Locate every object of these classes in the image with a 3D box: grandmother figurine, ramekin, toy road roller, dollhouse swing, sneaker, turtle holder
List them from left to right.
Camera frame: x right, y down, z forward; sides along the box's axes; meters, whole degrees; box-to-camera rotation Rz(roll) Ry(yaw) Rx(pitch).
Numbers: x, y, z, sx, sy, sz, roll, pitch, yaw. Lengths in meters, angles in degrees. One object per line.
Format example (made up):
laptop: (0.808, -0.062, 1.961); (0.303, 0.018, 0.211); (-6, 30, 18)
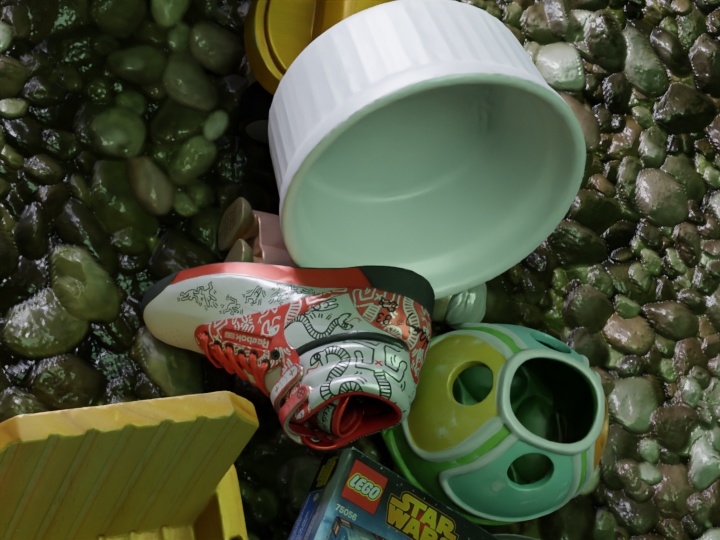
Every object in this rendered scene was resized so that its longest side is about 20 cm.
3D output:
dollhouse swing: (-0.147, 0.182, 0.970); (0.200, 0.176, 0.182); (-4, 76, -27)
sneaker: (-0.056, 0.055, 1.049); (0.201, 0.067, 0.108); (-2, 54, 17)
grandmother figurine: (0.000, 0.000, 1.163); (0.200, 0.061, 0.121); (15, 60, -23)
toy road roller: (0.015, -0.147, 1.162); (0.200, 0.146, 0.123); (14, 69, -21)
ramekin: (0.036, -0.080, 1.076); (0.200, 0.200, 0.098); (2, 46, -25)
turtle holder: (0.084, 0.089, 1.130); (0.186, 0.132, 0.141); (42, 62, -8)

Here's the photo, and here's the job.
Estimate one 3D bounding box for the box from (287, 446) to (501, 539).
box: (0.038, 0.219, 1.042); (0.200, 0.040, 0.137); (35, 63, -20)

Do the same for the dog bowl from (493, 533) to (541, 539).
dog bowl: (0.091, 0.280, 1.117); (0.200, 0.059, 0.200); (7, 72, -23)
